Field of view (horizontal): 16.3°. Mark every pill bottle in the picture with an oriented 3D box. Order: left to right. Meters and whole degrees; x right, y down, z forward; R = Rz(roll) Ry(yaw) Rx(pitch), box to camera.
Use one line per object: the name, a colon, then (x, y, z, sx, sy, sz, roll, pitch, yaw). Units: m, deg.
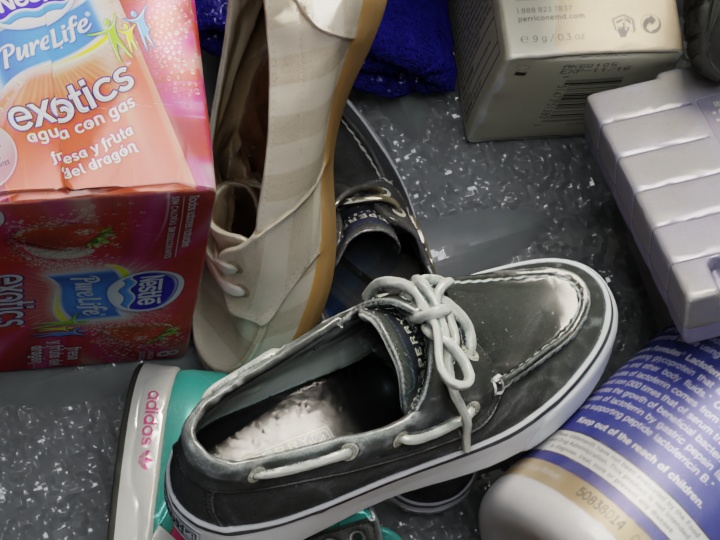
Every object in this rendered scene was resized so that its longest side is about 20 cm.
pill bottle: (0.152, 0.070, 0.990, 0.200, 0.116, 0.116, -41, 81, -19)

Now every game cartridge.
game cartridge: (0.200, -0.044, 0.989, 0.199, 0.039, 0.130, -13, 41, -7)

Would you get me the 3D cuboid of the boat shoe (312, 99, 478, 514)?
boat shoe: (0.000, 0.000, 1.017, 0.069, 0.066, 0.201, -14, 73, -14)

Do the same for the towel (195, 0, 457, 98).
towel: (-0.020, -0.179, 1.053, 0.147, 0.049, 0.201, 9, 67, -42)

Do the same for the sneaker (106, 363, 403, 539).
sneaker: (-0.036, 0.135, 0.961, 0.120, 0.084, 0.201, 3, 69, 2)

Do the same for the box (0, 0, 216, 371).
box: (-0.110, -0.038, 0.942, 0.095, 0.200, 0.100, -5, 72, -9)

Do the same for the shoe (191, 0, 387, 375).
shoe: (-0.041, -0.043, 0.977, 0.053, 0.201, 0.070, -5, 29, -38)

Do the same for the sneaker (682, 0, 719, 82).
sneaker: (0.195, -0.159, 0.987, 0.090, 0.076, 0.201, 28, 94, 1)

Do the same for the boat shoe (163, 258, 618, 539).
boat shoe: (0.016, 0.036, 0.930, 0.198, 0.068, 0.074, -20, 59, -22)

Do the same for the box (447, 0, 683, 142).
box: (0.076, -0.165, 1.073, 0.077, 0.095, 0.201, -4, 73, -10)
